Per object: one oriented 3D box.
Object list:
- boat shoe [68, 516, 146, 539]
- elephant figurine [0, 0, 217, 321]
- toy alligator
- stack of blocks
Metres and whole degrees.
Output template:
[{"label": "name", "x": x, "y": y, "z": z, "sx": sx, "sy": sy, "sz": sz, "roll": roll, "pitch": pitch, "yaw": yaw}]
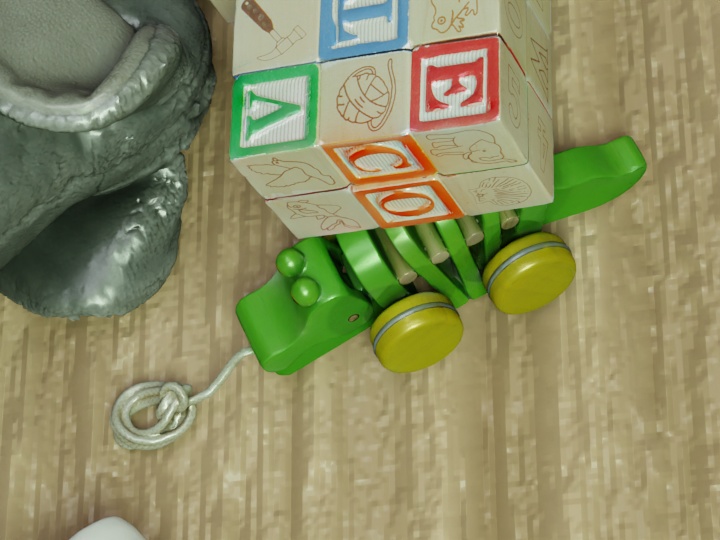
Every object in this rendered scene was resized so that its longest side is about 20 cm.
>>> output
[{"label": "boat shoe", "x": -0.143, "y": 0.146, "z": 0.777, "sx": 0.199, "sy": 0.071, "sz": 0.069, "roll": -30, "pitch": 56, "yaw": -7}, {"label": "elephant figurine", "x": -0.107, "y": -0.056, "z": 0.838, "sx": 0.199, "sy": 0.141, "sz": 0.156, "roll": -12, "pitch": 90, "yaw": -8}, {"label": "toy alligator", "x": 0.000, "y": 0.000, "z": 0.811, "sx": 0.199, "sy": 0.054, "sz": 0.059, "roll": -27, "pitch": 60, "yaw": 2}, {"label": "stack of blocks", "x": -0.001, "y": -0.115, "z": 0.801, "sx": 0.115, "sy": 0.059, "sz": 0.201, "roll": -8, "pitch": 64, "yaw": 19}]
